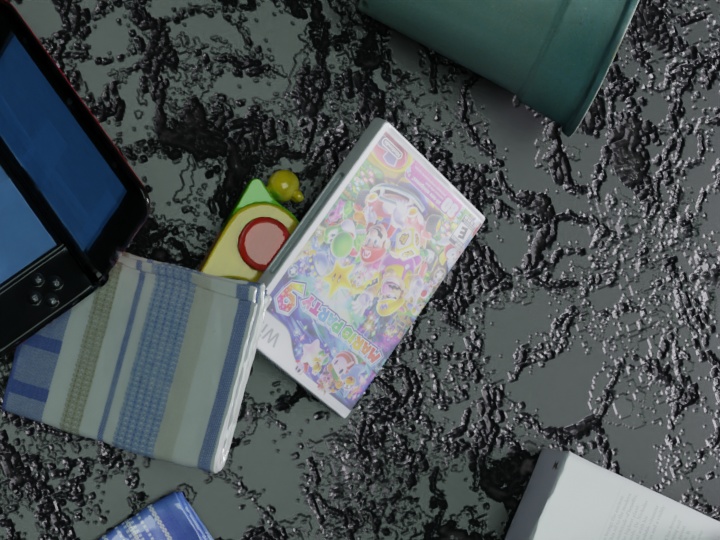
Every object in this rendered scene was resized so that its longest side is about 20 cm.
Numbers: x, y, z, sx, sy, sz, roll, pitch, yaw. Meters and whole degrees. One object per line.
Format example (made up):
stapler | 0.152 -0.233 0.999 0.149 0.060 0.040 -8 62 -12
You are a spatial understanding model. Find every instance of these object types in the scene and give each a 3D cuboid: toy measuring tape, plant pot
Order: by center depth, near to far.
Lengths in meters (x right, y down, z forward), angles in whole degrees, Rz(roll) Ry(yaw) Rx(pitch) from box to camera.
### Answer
plant pot | 0.113 -0.234 1.512 0.195 0.200 0.202 23 85 -2
toy measuring tape | -0.096 0.014 1.525 0.073 0.074 0.201 30 84 -9

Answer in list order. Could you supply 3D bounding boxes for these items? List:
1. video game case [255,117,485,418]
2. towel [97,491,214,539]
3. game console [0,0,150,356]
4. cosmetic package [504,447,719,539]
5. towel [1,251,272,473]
video game case | 0.000 0.000 1.534 0.143 0.018 0.201 41 82 -39
towel | -0.186 0.284 1.528 0.199 0.024 0.145 -33 95 -9
game console | -0.273 -0.064 1.446 0.172 0.119 0.201 -35 81 -9
cosmetic package | 0.225 0.230 1.581 0.199 0.071 0.102 26 84 -10
towel | -0.173 0.062 1.488 0.199 0.024 0.148 13 87 22
